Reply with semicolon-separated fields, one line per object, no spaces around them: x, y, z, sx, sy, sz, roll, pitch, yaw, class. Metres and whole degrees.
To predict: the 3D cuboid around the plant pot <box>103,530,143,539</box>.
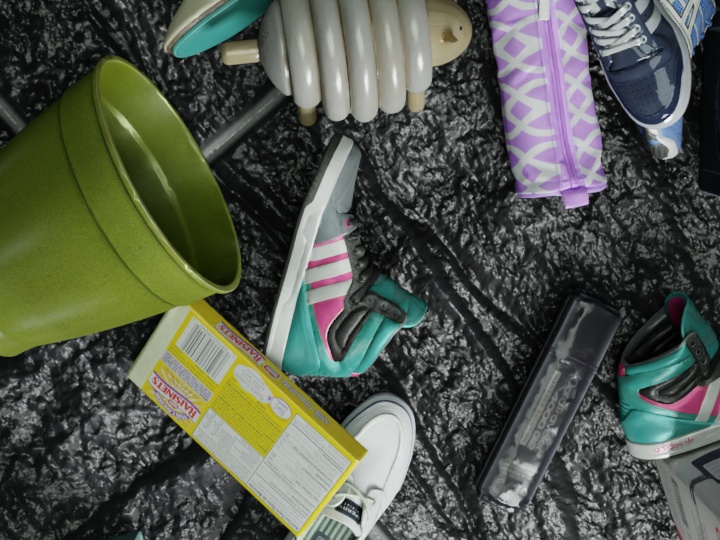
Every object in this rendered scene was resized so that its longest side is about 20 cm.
-0.273;0.321;1.220;0.198;0.141;0.143;-11;99;5;plant pot

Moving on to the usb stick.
0.160;0.112;1.267;0.055;0.033;0.202;24;96;-14;usb stick

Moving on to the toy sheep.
-0.010;-0.176;1.156;0.198;0.138;0.139;-12;99;-4;toy sheep

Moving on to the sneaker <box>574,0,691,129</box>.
0.188;-0.206;1.124;0.070;0.108;0.202;-18;83;31;sneaker

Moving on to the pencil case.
0.152;-0.156;1.199;0.083;0.085;0.202;-14;101;-14;pencil case

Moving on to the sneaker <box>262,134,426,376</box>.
0.000;0.000;1.203;0.119;0.084;0.202;16;105;-1;sneaker

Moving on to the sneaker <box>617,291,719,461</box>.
0.302;0.070;1.248;0.198;0.084;0.122;-22;109;1;sneaker

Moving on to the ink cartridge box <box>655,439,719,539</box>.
0.320;0.222;1.208;0.084;0.200;0.146;-19;100;-1;ink cartridge box

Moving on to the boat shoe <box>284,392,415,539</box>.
-0.010;0.201;1.250;0.073;0.067;0.201;26;96;-8;boat shoe

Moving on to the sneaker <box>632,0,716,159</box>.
0.251;-0.191;1.204;0.076;0.076;0.202;-5;100;1;sneaker

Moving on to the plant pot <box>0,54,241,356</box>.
-0.225;-0.032;1.152;0.192;0.200;0.202;-27;100;13;plant pot

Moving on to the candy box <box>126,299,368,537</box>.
-0.094;0.115;1.205;0.200;0.026;0.102;42;125;8;candy box

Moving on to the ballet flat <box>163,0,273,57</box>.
-0.079;-0.243;1.187;0.199;0.069;0.070;-28;99;-1;ballet flat

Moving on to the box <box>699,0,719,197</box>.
0.343;-0.154;1.180;0.106;0.148;0.202;0;99;-4;box
